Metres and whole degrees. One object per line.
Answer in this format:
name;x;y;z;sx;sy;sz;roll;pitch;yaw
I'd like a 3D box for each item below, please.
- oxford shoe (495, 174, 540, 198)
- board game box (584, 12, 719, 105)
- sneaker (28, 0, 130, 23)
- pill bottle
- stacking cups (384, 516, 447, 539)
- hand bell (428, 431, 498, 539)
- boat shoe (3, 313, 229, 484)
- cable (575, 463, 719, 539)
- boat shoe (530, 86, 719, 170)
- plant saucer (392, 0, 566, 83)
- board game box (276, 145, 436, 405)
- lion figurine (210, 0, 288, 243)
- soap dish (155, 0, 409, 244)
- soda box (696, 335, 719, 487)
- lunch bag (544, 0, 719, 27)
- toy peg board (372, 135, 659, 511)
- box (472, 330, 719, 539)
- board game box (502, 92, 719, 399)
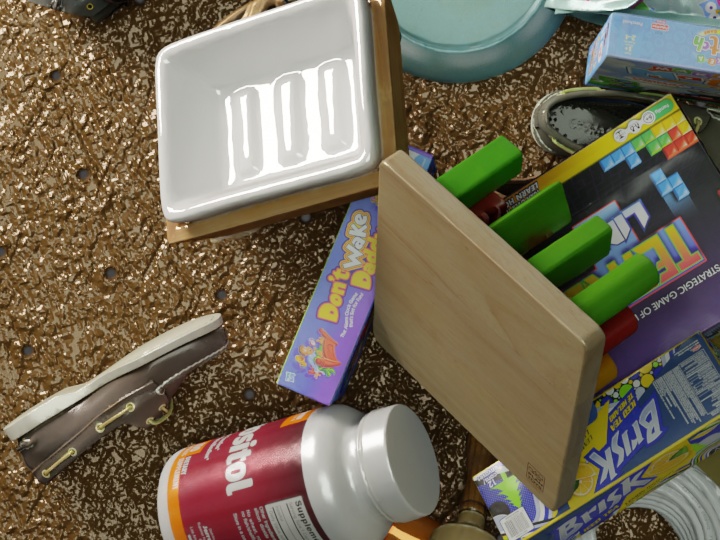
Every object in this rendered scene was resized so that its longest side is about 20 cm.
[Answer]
oxford shoe;0.190;-0.050;1.380;0.199;0.071;0.072;-5;114;10
board game box;0.250;-0.153;1.331;0.150;0.200;0.037;9;90;3
sneaker;-0.166;-0.244;1.423;0.199;0.075;0.107;11;95;12
pill bottle;-0.046;0.167;1.357;0.199;0.113;0.114;-18;89;25
stacking cups;0.073;0.234;1.406;0.199;0.061;0.061;29;91;3
hand bell;0.088;0.180;1.372;0.103;0.104;0.201;15;54;3
boat shoe;-0.186;0.101;1.418;0.199;0.072;0.060;-29;94;6
cable;0.218;0.210;1.368;0.199;0.069;0.200;33;69;11
boat shoe;0.234;-0.102;1.401;0.200;0.060;0.073;11;91;3
plant saucer;0.077;-0.252;1.428;0.199;0.027;0.202;0;90;3
board game box;0.000;0.000;1.375;0.045;0.134;0.201;22;90;3
lion figurine;-0.090;-0.128;1.421;0.122;0.072;0.201;-17;74;15
soap dish;-0.054;-0.111;1.306;0.199;0.081;0.158;-14;71;29
soda box;0.249;0.083;1.359;0.068;0.064;0.200;-36;68;-25
lunch bag;0.251;-0.264;1.374;0.199;0.122;0.171;12;92;11
toy peg board;0.110;0.025;1.235;0.098;0.200;0.200;-32;58;-24
box;0.185;0.130;1.288;0.199;0.070;0.065;-34;62;14
board game box;0.189;-0.006;1.316;0.199;0.057;0.166;-33;73;12
